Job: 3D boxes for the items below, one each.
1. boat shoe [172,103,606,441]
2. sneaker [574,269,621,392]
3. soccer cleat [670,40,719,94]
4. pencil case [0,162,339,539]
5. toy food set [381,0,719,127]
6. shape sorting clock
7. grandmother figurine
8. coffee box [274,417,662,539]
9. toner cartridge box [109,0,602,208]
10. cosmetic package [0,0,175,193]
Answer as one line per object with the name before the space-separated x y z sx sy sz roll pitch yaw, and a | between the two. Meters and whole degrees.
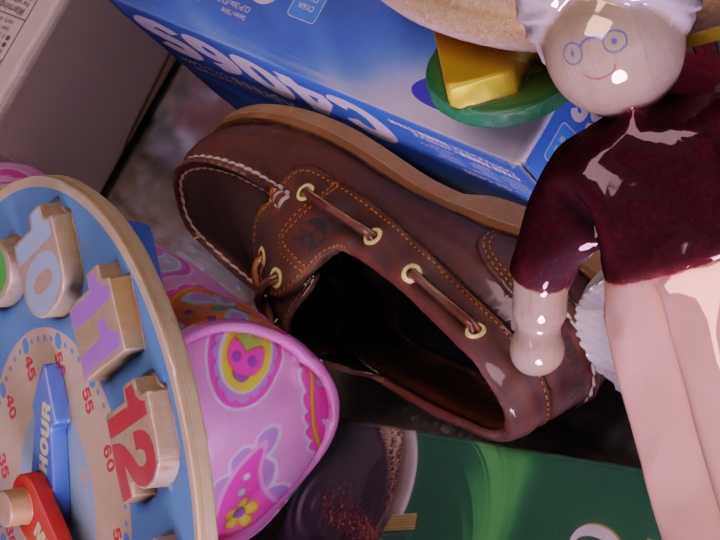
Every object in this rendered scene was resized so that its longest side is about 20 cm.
boat shoe | 0.000 0.000 0.976 0.199 0.071 0.070 21 52 43
sneaker | 0.172 -0.006 0.886 0.199 0.070 0.100 6 41 20
soccer cleat | 0.086 -0.095 0.991 0.199 0.067 0.077 21 74 41
pencil case | -0.090 0.027 1.001 0.088 0.087 0.200 -55 38 -3
toy food set | 0.084 -0.130 0.932 0.197 0.049 0.201 -14 42 5
shape sorting clock | -0.093 0.071 0.904 0.200 0.039 0.201 8 100 56
grandmother figurine | 0.094 -0.004 0.826 0.121 0.061 0.201 -19 92 9
coffee box | 0.056 0.118 0.912 0.199 0.044 0.124 9 71 35
toner cartridge box | 0.011 -0.063 1.001 0.199 0.095 0.043 25 82 39
cosmetic package | -0.108 -0.134 1.126 0.103 0.073 0.201 23 81 39
